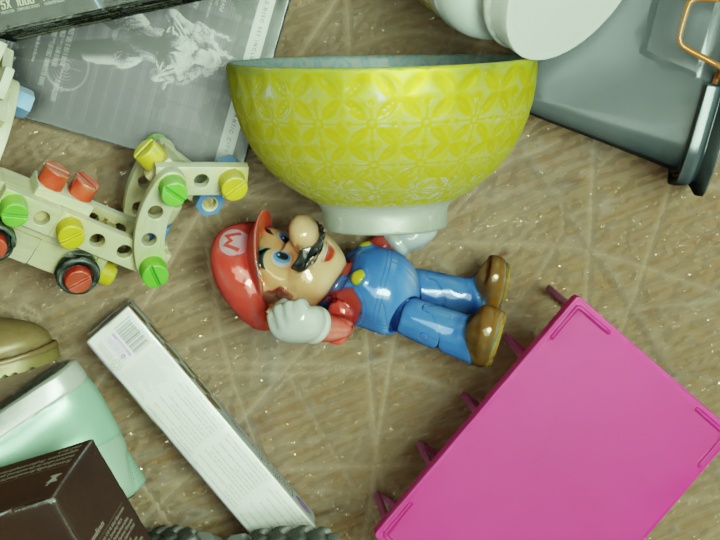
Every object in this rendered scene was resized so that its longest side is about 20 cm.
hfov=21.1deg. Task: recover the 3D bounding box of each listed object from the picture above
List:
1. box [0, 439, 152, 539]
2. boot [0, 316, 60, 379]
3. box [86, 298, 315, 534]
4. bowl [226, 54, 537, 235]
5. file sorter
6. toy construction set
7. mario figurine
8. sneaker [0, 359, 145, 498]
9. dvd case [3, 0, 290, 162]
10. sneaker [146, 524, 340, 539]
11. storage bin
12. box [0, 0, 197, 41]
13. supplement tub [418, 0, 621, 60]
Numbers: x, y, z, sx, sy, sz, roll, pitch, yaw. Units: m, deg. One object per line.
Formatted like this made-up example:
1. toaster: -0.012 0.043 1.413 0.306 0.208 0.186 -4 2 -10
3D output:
1. box: -0.175 0.216 1.234 0.100 0.075 0.201 -17 113 25
2. boot: -0.297 -0.021 1.274 0.174 0.066 0.201 -8 96 -4
3. box: -0.108 0.108 1.316 0.041 0.039 0.200 -40 98 2
4. bowl: 0.015 -0.081 1.226 0.199 0.200 0.108 -2 98 -4
5. file sorter: 0.119 0.128 1.294 0.139 0.125 0.200 40 93 -9
6. toy construction set: -0.183 -0.059 1.250 0.199 0.092 0.131 29 112 -15
7. mario figurine: 0.000 0.000 1.272 0.199 0.123 0.107 11 94 -2
8. sneaker: -0.241 0.163 1.293 0.200 0.074 0.119 -34 98 0
9. dvd case: -0.156 -0.159 1.295 0.199 0.016 0.150 16 93 -5
10. sneaker: -0.106 0.219 1.288 0.199 0.075 0.083 -3 101 21
11. storage bin: 0.187 -0.162 1.270 0.133 0.146 0.201 15 95 4
12. box: -0.137 -0.205 1.202 0.199 0.164 0.087 -13 96 -3
13. supplement tub: 0.068 -0.235 1.200 0.146 0.145 0.200 -50 60 2
